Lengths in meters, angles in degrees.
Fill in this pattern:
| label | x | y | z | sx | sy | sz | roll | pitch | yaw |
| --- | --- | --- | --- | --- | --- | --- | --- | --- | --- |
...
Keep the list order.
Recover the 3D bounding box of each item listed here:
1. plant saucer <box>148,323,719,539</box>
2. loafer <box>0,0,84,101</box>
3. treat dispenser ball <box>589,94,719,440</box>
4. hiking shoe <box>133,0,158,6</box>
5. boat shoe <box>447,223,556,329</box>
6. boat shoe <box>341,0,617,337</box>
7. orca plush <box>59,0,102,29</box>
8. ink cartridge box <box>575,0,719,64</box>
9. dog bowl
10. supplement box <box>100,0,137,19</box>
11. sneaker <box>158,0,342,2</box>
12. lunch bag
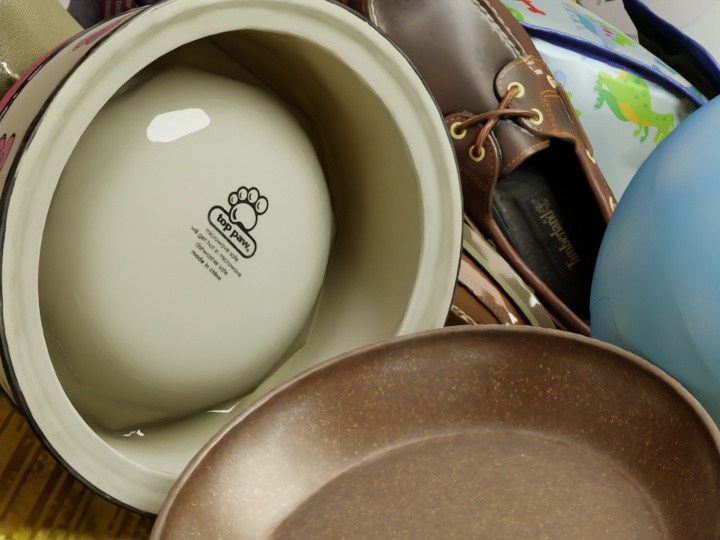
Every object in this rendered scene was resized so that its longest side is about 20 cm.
| label | x | y | z | sx | sy | sz | roll | pitch | yaw |
| --- | --- | --- | --- | --- | --- | --- | --- | --- | --- |
| plant saucer | 0.028 | 0.097 | 0.902 | 0.200 | 0.037 | 0.201 | -9 | 39 | 7 |
| loafer | -0.137 | -0.083 | 1.030 | 0.200 | 0.067 | 0.076 | 24 | 27 | -23 |
| treat dispenser ball | 0.185 | 0.020 | 0.987 | 0.200 | 0.201 | 0.201 | 7 | 23 | -3 |
| hiking shoe | -0.051 | -0.109 | 1.239 | 0.087 | 0.074 | 0.200 | 21 | 7 | -42 |
| boat shoe | 0.000 | 0.000 | 1.159 | 0.068 | 0.072 | 0.200 | -39 | 52 | -20 |
| boat shoe | 0.063 | -0.051 | 1.133 | 0.070 | 0.200 | 0.070 | -36 | 13 | -3 |
| orca plush | -0.163 | -0.068 | 1.258 | 0.105 | 0.071 | 0.200 | -12 | 31 | 17 |
| ink cartridge box | 0.198 | -0.118 | 1.354 | 0.057 | 0.163 | 0.200 | -15 | 32 | -42 |
| dog bowl | -0.062 | -0.011 | 1.004 | 0.200 | 0.201 | 0.074 | -8 | 15 | -33 |
| supplement box | -0.164 | -0.155 | 1.400 | 0.200 | 0.103 | 0.131 | -3 | 25 | -21 |
| sneaker | -0.053 | -0.107 | 1.149 | 0.090 | 0.070 | 0.200 | 4 | 46 | 11 |
| lunch bag | 0.109 | -0.065 | 1.265 | 0.200 | 0.128 | 0.170 | 20 | 12 | -15 |
